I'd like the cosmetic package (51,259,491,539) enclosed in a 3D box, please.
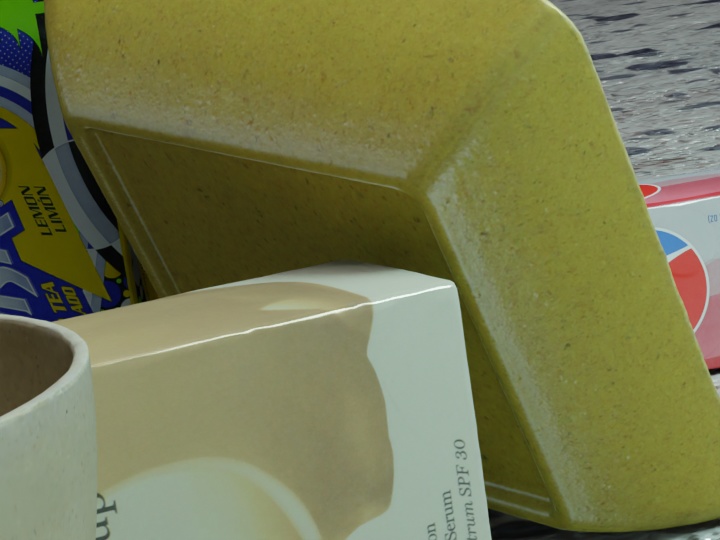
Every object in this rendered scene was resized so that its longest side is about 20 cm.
[{"bbox_3d":[-0.070,0.067,0.681,0.199,0.106,0.071,-14,11,-25],"label":"cosmetic package"}]

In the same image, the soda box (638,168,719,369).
[{"bbox_3d":[0.066,0.010,1.008,0.199,0.070,0.063,-10,11,-14],"label":"soda box"}]

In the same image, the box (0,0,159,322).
[{"bbox_3d":[-0.102,-0.012,0.876,0.064,0.201,0.070,-7,10,6],"label":"box"}]

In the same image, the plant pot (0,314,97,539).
[{"bbox_3d":[-0.138,0.094,0.473,0.199,0.135,0.200,-7,9,1],"label":"plant pot"}]

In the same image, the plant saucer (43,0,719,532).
[{"bbox_3d":[0.000,0.000,0.791,0.199,0.200,0.048,12,51,39],"label":"plant saucer"}]
